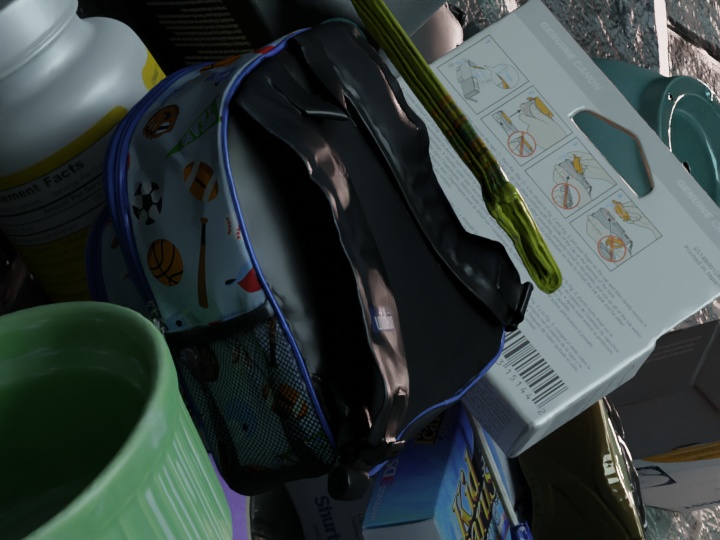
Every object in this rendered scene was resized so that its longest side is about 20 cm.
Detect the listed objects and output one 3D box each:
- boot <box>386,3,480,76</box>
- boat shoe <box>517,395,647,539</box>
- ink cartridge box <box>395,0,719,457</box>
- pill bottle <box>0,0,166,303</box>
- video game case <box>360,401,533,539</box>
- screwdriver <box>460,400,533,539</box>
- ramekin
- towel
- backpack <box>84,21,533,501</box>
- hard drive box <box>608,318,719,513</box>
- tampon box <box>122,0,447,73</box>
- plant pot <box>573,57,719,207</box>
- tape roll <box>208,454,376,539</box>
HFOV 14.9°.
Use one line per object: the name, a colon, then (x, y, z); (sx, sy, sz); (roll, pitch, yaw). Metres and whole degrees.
boot: (-0.004, -0.171, 1.641); (0.198, 0.073, 0.163); (0, 83, -54)
boat shoe: (0.128, 0.134, 1.522); (0.066, 0.072, 0.201); (6, 71, -66)
ink cartridge box: (0.085, -0.026, 1.451); (0.176, 0.045, 0.200); (-32, 75, -28)
pill bottle: (-0.134, -0.054, 1.355); (0.200, 0.111, 0.111); (57, 37, -25)
video game case: (0.065, 0.151, 1.511); (0.200, 0.045, 0.181); (-71, 145, -56)
screwdriver: (0.080, 0.120, 1.457); (0.028, 0.029, 0.200); (-55, 130, -65)
ramekin: (-0.153, 0.113, 1.187); (0.098, 0.200, 0.200); (63, 34, -29)
towel: (0.039, -0.075, 1.362); (0.200, 0.018, 0.086); (58, -1, 38)
backpack: (-0.033, -0.010, 1.266); (0.200, 0.154, 0.191); (-41, 118, -58)
hard drive box: (0.222, 0.097, 1.773); (0.200, 0.156, 0.077); (14, 65, -52)
tampon box: (-0.056, -0.202, 1.477); (0.150, 0.126, 0.200); (-46, 117, -25)
plant pot: (0.169, -0.053, 1.779); (0.200, 0.134, 0.201); (27, 55, -47)
tape roll: (-0.042, 0.147, 1.448); (0.200, 0.066, 0.200); (30, 52, -47)
